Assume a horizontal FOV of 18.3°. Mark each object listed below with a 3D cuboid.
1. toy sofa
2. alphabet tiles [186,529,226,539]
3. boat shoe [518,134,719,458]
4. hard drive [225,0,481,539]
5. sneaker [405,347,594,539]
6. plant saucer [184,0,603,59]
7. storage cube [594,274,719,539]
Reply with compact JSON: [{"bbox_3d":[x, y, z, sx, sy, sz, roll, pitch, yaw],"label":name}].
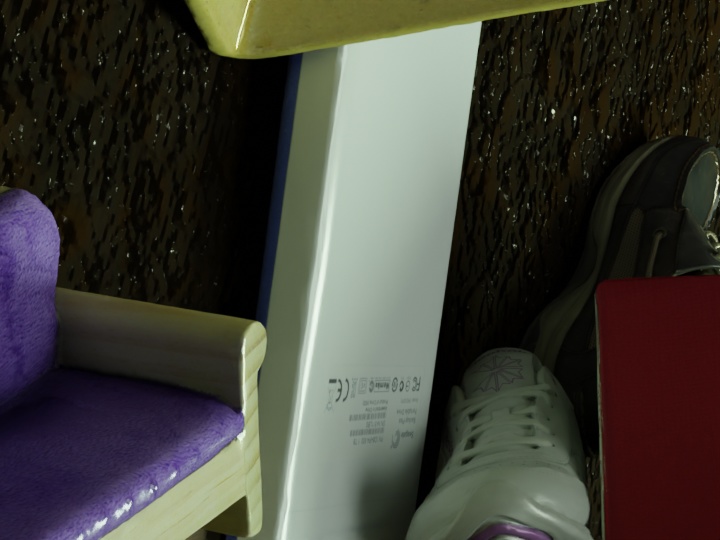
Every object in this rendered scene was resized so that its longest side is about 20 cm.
[{"bbox_3d":[-0.107,0.053,0.559,0.200,0.082,0.098,-33,126,-56],"label":"toy sofa"},{"bbox_3d":[-0.079,0.152,0.720,0.167,0.008,0.201,39,62,-58],"label":"alphabet tiles"},{"bbox_3d":[0.136,0.015,1.024,0.200,0.073,0.075,-59,145,-37],"label":"boat shoe"},{"bbox_3d":[0.000,0.000,0.801,0.132,0.025,0.201,7,91,-68],"label":"hard drive"},{"bbox_3d":[0.049,0.078,0.861,0.200,0.074,0.100,48,32,-81],"label":"sneaker"},{"bbox_3d":[0.035,-0.131,0.641,0.200,0.199,0.049,65,17,-73],"label":"plant saucer"},{"bbox_3d":[0.183,0.116,0.870,0.171,0.179,0.201,81,9,-49],"label":"storage cube"}]
